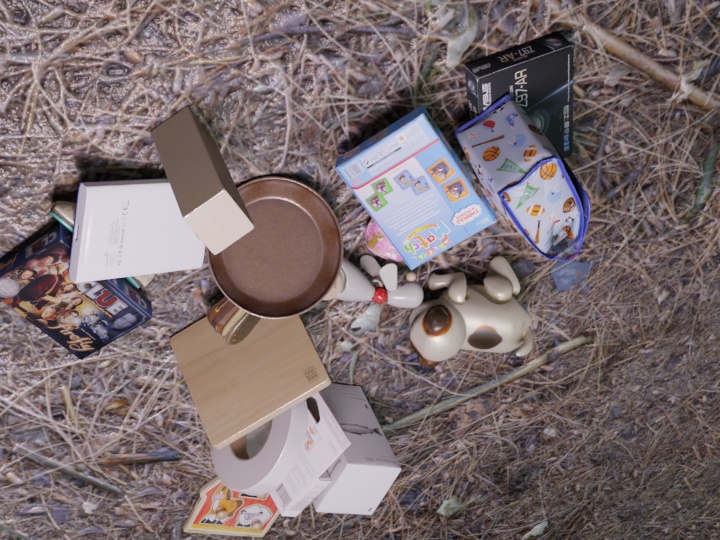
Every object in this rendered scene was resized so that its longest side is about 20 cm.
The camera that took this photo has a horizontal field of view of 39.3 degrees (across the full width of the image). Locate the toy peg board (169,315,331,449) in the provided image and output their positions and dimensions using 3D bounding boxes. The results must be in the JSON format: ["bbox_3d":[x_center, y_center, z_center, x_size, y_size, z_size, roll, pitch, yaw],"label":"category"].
[{"bbox_3d":[-0.159,0.153,1.548,0.198,0.201,0.098,-30,150,0],"label":"toy peg board"}]

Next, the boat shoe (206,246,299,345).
[{"bbox_3d":[-0.153,0.015,1.509,0.201,0.067,0.072,-50,162,-5],"label":"boat shoe"}]

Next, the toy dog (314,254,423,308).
[{"bbox_3d":[0.000,0.000,1.560,0.198,0.131,0.098,6,95,-38],"label":"toy dog"}]

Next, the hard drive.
[{"bbox_3d":[-0.291,-0.058,1.357,0.198,0.025,0.134,-8,119,-44],"label":"hard drive"}]

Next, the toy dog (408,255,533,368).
[{"bbox_3d":[0.168,0.091,1.660,0.197,0.195,0.141,-11,144,-26],"label":"toy dog"}]

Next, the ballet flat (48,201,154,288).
[{"bbox_3d":[-0.344,-0.050,1.379,0.063,0.067,0.200,-50,141,-9],"label":"ballet flat"}]

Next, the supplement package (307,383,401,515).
[{"bbox_3d":[-0.035,0.299,1.714,0.116,0.201,0.118,13,121,-34],"label":"supplement package"}]

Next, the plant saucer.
[{"bbox_3d":[-0.123,-0.032,1.452,0.197,0.037,0.204,1,86,-12],"label":"plant saucer"}]

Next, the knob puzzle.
[{"bbox_3d":[-0.206,0.420,1.847,0.216,0.031,0.222,-14,131,-16],"label":"knob puzzle"}]

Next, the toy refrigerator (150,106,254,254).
[{"bbox_3d":[-0.207,-0.116,1.287,0.069,0.201,0.076,-33,135,3],"label":"toy refrigerator"}]

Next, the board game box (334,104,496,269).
[{"bbox_3d":[0.080,-0.114,1.440,0.150,0.037,0.201,-29,116,20],"label":"board game box"}]

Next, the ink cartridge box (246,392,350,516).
[{"bbox_3d":[-0.108,0.266,1.649,0.176,0.201,0.044,-47,146,17],"label":"ink cartridge box"}]

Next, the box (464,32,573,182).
[{"bbox_3d":[0.241,-0.239,1.519,0.158,0.044,0.202,-20,133,-11],"label":"box"}]

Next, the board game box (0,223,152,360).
[{"bbox_3d":[-0.404,0.034,1.411,0.134,0.035,0.200,-29,135,13],"label":"board game box"}]

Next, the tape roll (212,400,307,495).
[{"bbox_3d":[-0.163,0.255,1.615,0.037,0.204,0.203,25,113,-38],"label":"tape roll"}]

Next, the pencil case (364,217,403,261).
[{"bbox_3d":[0.066,-0.110,1.512,0.082,0.086,0.202,-15,133,-40],"label":"pencil case"}]

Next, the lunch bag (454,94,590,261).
[{"bbox_3d":[0.248,-0.126,1.469,0.123,0.171,0.200,-31,133,8],"label":"lunch bag"}]
